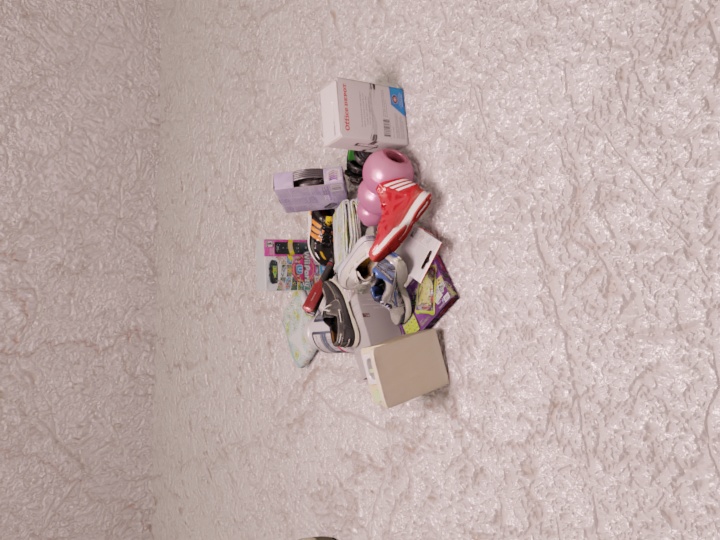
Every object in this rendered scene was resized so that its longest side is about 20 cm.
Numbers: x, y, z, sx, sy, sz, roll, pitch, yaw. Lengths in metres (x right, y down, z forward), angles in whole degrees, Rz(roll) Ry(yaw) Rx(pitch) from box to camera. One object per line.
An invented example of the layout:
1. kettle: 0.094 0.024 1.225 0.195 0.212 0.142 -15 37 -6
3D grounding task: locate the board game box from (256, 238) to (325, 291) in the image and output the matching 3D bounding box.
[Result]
1. board game box: -0.197 -0.016 1.968 0.064 0.198 0.149 -3 88 57

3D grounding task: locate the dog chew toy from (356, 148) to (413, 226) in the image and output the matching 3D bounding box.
1. dog chew toy: 0.050 -0.193 1.657 0.125 0.124 0.201 58 138 39

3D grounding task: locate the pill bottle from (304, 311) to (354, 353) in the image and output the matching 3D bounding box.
1. pill bottle: -0.067 0.163 1.842 0.199 0.119 0.121 -11 81 57

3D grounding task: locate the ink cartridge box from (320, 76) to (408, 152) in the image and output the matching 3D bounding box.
1. ink cartridge box: 0.008 -0.369 1.648 0.084 0.198 0.148 -15 77 56

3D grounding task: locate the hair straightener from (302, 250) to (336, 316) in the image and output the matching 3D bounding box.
1. hair straightener: -0.106 0.037 1.902 0.077 0.041 0.201 77 -149 -65

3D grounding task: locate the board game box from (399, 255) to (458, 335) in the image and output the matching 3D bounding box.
1. board game box: 0.147 0.072 1.592 0.200 0.032 0.121 -54 50 43

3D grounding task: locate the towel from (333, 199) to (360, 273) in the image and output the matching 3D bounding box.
1. towel: -0.036 -0.085 1.802 0.200 0.048 0.173 142 127 -76

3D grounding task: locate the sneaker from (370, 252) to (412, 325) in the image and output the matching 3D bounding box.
1. sneaker: 0.062 0.053 1.578 0.077 0.085 0.201 41 150 46

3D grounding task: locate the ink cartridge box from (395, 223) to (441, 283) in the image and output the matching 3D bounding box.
1. ink cartridge box: 0.121 -0.051 1.590 0.200 0.050 0.110 38 104 50

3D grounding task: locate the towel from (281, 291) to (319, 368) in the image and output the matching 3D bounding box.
1. towel: -0.176 0.169 2.078 0.172 0.048 0.201 -58 45 41

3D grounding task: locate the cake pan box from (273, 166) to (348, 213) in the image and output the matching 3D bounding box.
1. cake pan box: -0.127 -0.211 1.805 0.200 0.182 0.053 70 -167 -76

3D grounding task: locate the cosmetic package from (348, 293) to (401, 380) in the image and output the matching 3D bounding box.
1. cosmetic package: 0.039 0.162 1.691 0.090 0.106 0.201 -49 52 47

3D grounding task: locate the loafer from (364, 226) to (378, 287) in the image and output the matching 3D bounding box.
1. loafer: 0.044 -0.018 1.722 0.070 0.069 0.202 -37 52 57

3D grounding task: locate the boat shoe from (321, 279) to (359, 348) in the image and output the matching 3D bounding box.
1. boat shoe: -0.064 0.103 1.698 0.072 0.067 0.201 114 144 -46

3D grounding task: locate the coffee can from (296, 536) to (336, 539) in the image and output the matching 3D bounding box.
1. coffee can: -0.129 0.868 1.914 0.146 0.145 0.202 -16 76 56

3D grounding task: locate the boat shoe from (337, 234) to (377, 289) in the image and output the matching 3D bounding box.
1. boat shoe: 0.000 0.000 1.655 0.200 0.070 0.070 123 141 -47

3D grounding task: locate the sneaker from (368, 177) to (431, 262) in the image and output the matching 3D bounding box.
1. sneaker: 0.061 -0.123 1.553 0.115 0.078 0.200 39 84 17

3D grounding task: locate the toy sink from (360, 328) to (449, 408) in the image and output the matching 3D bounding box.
1. toy sink: 0.080 0.219 1.516 0.112 0.199 0.132 -18 87 50

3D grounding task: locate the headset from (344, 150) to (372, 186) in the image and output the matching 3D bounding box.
1. headset: -0.007 -0.283 1.770 0.124 0.093 0.201 -58 33 40

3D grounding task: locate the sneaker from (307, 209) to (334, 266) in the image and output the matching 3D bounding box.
1. sneaker: -0.105 -0.116 1.944 0.090 0.069 0.202 -29 64 57
